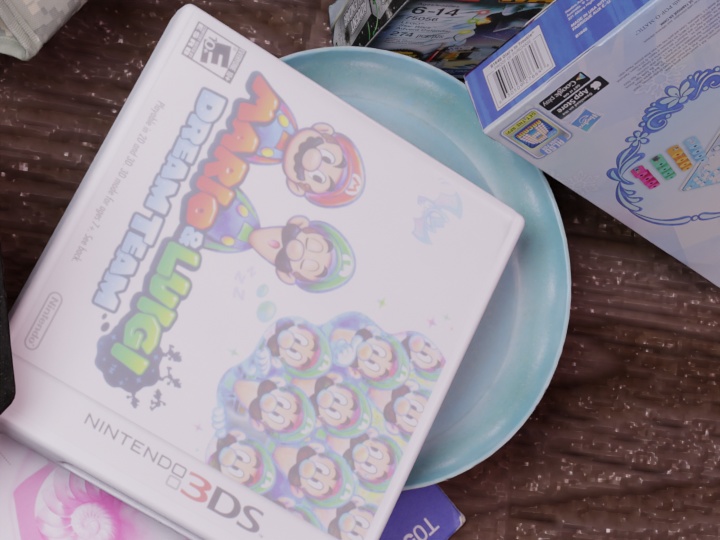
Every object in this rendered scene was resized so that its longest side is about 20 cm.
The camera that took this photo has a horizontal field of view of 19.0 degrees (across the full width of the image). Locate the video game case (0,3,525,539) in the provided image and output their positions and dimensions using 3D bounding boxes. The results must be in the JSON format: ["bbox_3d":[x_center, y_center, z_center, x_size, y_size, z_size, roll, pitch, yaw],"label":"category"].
[{"bbox_3d":[-0.043,0.016,0.913,0.182,0.024,0.200,32,69,-14],"label":"video game case"}]

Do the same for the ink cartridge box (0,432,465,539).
[{"bbox_3d":[-0.074,0.096,0.952,0.196,0.043,0.200,-42,95,-21],"label":"ink cartridge box"}]

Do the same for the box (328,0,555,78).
[{"bbox_3d":[0.101,-0.127,0.996,0.200,0.137,0.040,-1,75,-19],"label":"box"}]

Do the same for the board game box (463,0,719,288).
[{"bbox_3d":[0.184,-0.092,0.961,0.199,0.200,0.043,30,33,-41],"label":"board game box"}]

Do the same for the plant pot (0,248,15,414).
[{"bbox_3d":[-0.240,-0.005,0.798,0.177,0.199,0.200,-23,130,-29],"label":"plant pot"}]

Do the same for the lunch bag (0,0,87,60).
[{"bbox_3d":[-0.160,-0.215,0.893,0.164,0.118,0.200,-48,122,-26],"label":"lunch bag"}]

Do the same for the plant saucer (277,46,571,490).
[{"bbox_3d":[0.000,0.000,0.962,0.200,0.027,0.200,5,78,-21],"label":"plant saucer"}]
